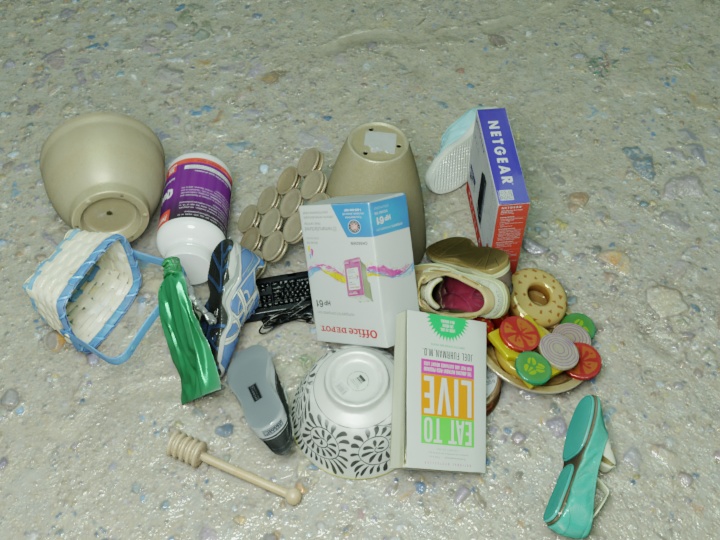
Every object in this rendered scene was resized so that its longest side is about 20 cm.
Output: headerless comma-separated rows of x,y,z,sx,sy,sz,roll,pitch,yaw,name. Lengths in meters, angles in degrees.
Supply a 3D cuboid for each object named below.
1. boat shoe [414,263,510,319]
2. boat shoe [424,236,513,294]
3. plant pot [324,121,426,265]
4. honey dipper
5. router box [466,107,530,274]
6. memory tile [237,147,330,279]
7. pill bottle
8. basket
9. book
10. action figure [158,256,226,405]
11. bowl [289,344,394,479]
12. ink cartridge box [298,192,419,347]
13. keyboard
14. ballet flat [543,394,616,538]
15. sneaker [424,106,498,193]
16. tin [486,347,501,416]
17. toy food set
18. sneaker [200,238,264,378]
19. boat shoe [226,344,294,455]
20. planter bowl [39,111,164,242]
0.113,0.029,1.232,0.196,0.066,0.076,3,92,37,boat shoe
0.161,-0.003,1.311,0.072,0.066,0.199,-26,21,-15,boat shoe
0.021,-0.121,1.338,0.182,0.203,0.190,2,47,-2,plant pot
-0.168,0.268,1.161,0.196,0.038,0.038,20,55,14,honey dipper
0.211,-0.117,1.354,0.048,0.182,0.203,-4,51,-2,router box
-0.122,-0.088,1.365,0.199,0.017,0.156,-39,44,26,memory tile
-0.265,-0.082,1.382,0.109,0.114,0.204,-1,52,0,pill bottle
-0.375,0.033,1.278,0.196,0.141,0.178,19,55,26,basket
0.108,0.164,1.161,0.131,0.048,0.205,9,73,-25,book
-0.243,0.077,1.218,0.054,0.117,0.205,-10,81,-45,action figure
-0.004,0.172,1.194,0.195,0.095,0.204,-1,51,1,bowl
0.000,0.000,1.229,0.142,0.205,0.084,1,14,43,ink cartridge box
-0.101,0.036,1.334,0.195,0.040,0.106,-10,52,-5,keyboard
0.298,0.263,1.144,0.070,0.067,0.202,31,56,-5,ballet flat
0.167,-0.209,1.508,0.200,0.075,0.081,-45,33,-22,sneaker
0.133,0.125,1.262,0.110,0.042,0.202,-16,54,-16,tin
0.252,0.093,1.252,0.197,0.049,0.199,-21,57,-32,toy food set
-0.187,0.060,1.274,0.075,0.076,0.205,0,76,52,sneaker
-0.132,0.179,1.207,0.073,0.069,0.199,-31,32,-8,boat shoe
-0.398,-0.125,1.362,0.195,0.202,0.137,-14,52,-9,planter bowl
